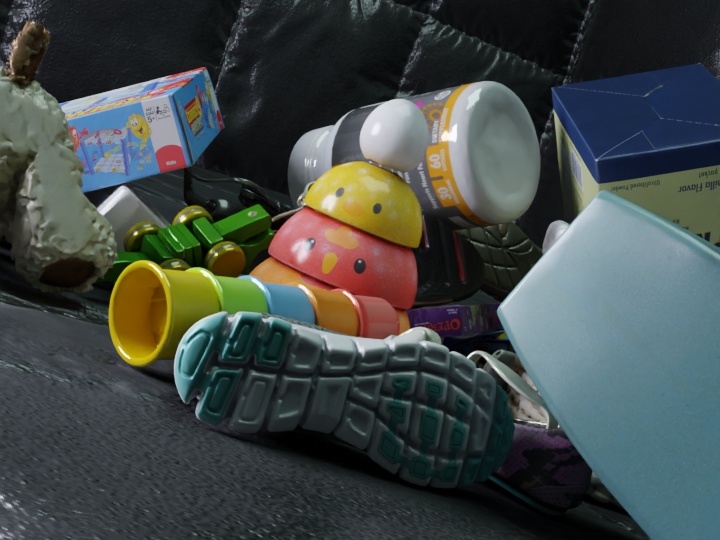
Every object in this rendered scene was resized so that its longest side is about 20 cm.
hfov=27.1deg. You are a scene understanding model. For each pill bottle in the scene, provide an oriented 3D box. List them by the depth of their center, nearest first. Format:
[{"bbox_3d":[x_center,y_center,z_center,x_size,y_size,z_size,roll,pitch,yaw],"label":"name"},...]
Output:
[{"bbox_3d":[0.041,-0.086,1.250,0.199,0.118,0.116,-8,-14,40],"label":"pill bottle"}]

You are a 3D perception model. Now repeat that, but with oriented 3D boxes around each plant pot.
[{"bbox_3d":[0.181,0.059,0.807,0.200,0.142,0.141,44,13,19],"label":"plant pot"}]

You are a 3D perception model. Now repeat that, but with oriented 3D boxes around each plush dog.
[{"bbox_3d":[-0.265,-0.071,1.006,0.199,0.162,0.171,19,-22,-26],"label":"plush dog"}]

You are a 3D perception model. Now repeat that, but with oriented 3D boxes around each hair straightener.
[{"bbox_3d":[-0.064,-0.044,1.221,0.199,0.077,0.041,32,41,-36],"label":"hair straightener"}]

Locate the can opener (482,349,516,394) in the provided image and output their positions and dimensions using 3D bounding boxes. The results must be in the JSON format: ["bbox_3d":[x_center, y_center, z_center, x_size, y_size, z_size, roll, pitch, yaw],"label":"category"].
[{"bbox_3d":[0.153,0.100,1.179,0.199,0.053,0.066,17,5,-38],"label":"can opener"}]

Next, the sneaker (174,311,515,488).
[{"bbox_3d":[-0.010,0.062,0.821,0.199,0.078,0.091,20,0,-17],"label":"sneaker"}]

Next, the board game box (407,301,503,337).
[{"bbox_3d":[0.050,0.045,1.260,0.119,0.033,0.200,-10,-3,16],"label":"board game box"}]

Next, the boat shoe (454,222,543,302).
[{"bbox_3d":[0.134,0.000,1.397,0.199,0.073,0.067,26,-29,-19],"label":"boat shoe"}]

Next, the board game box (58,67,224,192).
[{"bbox_3d":[-0.220,-0.102,1.183,0.198,0.056,0.196,-14,12,4],"label":"board game box"}]

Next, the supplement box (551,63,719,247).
[{"bbox_3d":[0.245,-0.038,1.216,0.133,0.201,0.200,-9,23,1],"label":"supplement box"}]

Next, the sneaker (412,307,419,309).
[{"bbox_3d":[0.025,0.000,1.395,0.077,0.083,0.200,-1,-9,-17],"label":"sneaker"}]

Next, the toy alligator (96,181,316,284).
[{"bbox_3d":[-0.103,-0.012,1.081,0.199,0.055,0.059,-20,45,-28],"label":"toy alligator"}]

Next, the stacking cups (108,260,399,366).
[{"bbox_3d":[-0.055,0.026,0.909,0.199,0.061,0.060,2,16,-45],"label":"stacking cups"}]

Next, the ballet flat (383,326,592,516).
[{"bbox_3d":[0.051,0.077,0.889,0.199,0.072,0.069,21,6,26],"label":"ballet flat"}]

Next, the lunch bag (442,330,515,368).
[{"bbox_3d":[0.170,0.081,1.355,0.198,0.095,0.150,10,5,13],"label":"lunch bag"}]

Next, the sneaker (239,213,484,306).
[{"bbox_3d":[0.000,0.000,1.213,0.198,0.074,0.087,-1,-15,-6],"label":"sneaker"}]

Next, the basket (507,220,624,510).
[{"bbox_3d":[0.215,0.077,1.030,0.197,0.162,0.200,19,5,-10],"label":"basket"}]

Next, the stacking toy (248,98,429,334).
[{"bbox_3d":[-0.006,-0.026,1.050,0.145,0.202,0.146,19,4,-1],"label":"stacking toy"}]

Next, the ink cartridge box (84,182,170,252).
[{"bbox_3d":[-0.147,-0.004,1.197,0.176,0.045,0.200,45,-3,-16],"label":"ink cartridge box"}]
